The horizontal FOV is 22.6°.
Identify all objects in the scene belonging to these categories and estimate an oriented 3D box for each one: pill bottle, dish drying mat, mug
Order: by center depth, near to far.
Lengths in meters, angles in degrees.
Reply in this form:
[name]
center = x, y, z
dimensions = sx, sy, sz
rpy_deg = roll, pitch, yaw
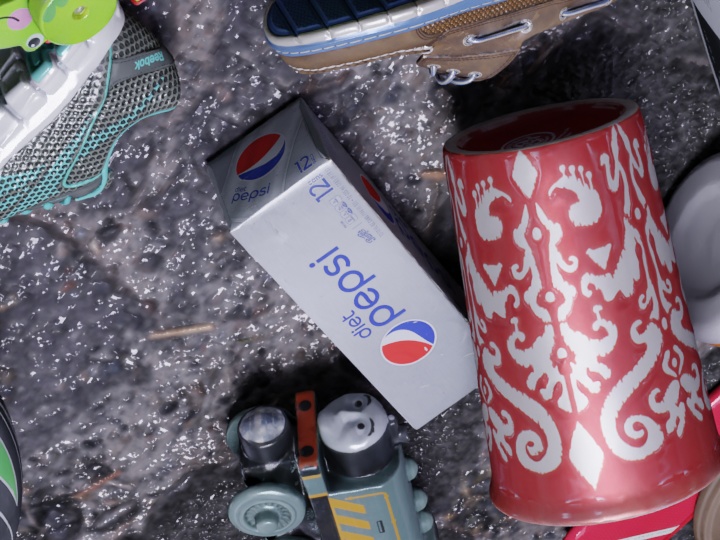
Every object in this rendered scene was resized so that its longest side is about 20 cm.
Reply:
[mug]
center = 0.111, 0.013, 0.992
dimensions = 0.132, 0.178, 0.202
rpy_deg = -15, 105, -6
[pill bottle]
center = 0.281, 0.005, 1.066
dimensions = 0.198, 0.113, 0.114
rpy_deg = 15, 122, -28
[dish drying mat]
center = 0.227, 0.130, 1.212
dimensions = 0.076, 0.018, 0.200
rpy_deg = 31, 113, -35

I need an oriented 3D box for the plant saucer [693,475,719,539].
[plant saucer]
center = 0.323, 0.148, 1.240
dimensions = 0.198, 0.030, 0.201
rpy_deg = -14, 135, -15

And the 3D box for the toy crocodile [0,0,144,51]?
[toy crocodile]
center = -0.108, -0.147, 0.821
dimensions = 0.199, 0.068, 0.062
rpy_deg = -31, 150, -17

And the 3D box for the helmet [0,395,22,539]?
[helmet]
center = -0.267, 0.103, 0.908
dimensions = 0.190, 0.199, 0.201
rpy_deg = -26, 143, -44

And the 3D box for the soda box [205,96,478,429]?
[soda box]
center = 0.000, 0.000, 0.998
dimensions = 0.068, 0.064, 0.200
rpy_deg = -35, 131, 9

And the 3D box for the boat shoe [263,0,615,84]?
[boat shoe]
center = 0.051, -0.131, 0.903
dimensions = 0.198, 0.073, 0.073
rpy_deg = -18, 133, -4

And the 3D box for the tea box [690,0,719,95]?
[tea box]
center = 0.271, -0.166, 0.909
dimensions = 0.195, 0.134, 0.201
rpy_deg = -27, 131, 3

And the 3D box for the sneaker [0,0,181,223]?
[sneaker]
center = -0.167, -0.054, 0.894
dimensions = 0.200, 0.078, 0.091
rpy_deg = -41, 133, 17

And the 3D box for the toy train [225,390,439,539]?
[toy train]
center = -0.014, 0.148, 1.091
dimensions = 0.113, 0.086, 0.201
rpy_deg = -11, 134, 4
